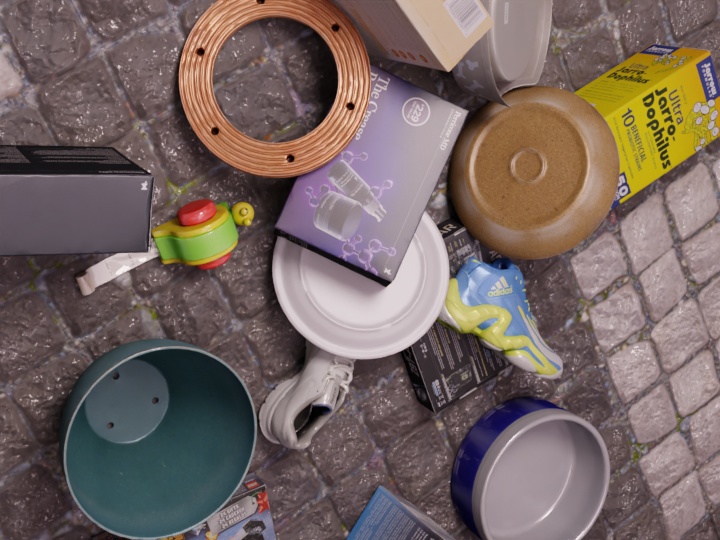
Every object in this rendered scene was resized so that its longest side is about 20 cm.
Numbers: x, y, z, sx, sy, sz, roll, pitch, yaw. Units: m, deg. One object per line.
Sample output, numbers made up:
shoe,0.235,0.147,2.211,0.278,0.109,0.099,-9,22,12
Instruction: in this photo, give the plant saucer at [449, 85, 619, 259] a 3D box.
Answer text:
plant saucer,0.191,-0.115,1.373,0.202,0.199,0.035,-65,158,2

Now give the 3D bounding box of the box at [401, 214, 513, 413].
box,0.115,0.046,1.454,0.159,0.043,0.202,-29,115,-18

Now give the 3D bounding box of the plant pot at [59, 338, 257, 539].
plant pot,-0.223,0.156,1.253,0.198,0.135,0.203,-7,107,-26

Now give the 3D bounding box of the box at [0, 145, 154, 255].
box,-0.309,-0.067,1.134,0.198,0.141,0.080,-2,104,-27

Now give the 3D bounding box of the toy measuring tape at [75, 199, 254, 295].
toy measuring tape,-0.195,-0.021,1.257,0.199,0.073,0.074,-27,115,-20

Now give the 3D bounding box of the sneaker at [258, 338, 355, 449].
sneaker,-0.035,0.117,1.370,0.074,0.087,0.201,30,87,-28

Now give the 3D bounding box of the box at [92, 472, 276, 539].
box,-0.190,0.329,1.373,0.198,0.040,0.138,-18,113,-23

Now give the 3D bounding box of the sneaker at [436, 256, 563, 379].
sneaker,0.180,0.051,1.421,0.199,0.076,0.106,29,89,-30

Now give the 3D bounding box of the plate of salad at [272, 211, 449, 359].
plate of salad,0.000,0.000,1.350,0.198,0.048,0.203,2,77,-8

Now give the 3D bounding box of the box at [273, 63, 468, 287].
box,0.011,-0.104,1.296,0.140,0.079,0.202,24,85,-4

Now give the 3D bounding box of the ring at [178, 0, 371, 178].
ring,-0.087,-0.195,1.250,0.198,0.019,0.203,0,85,-4

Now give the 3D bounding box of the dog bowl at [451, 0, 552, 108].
dog bowl,0.151,-0.280,1.325,0.200,0.058,0.202,-26,120,-59

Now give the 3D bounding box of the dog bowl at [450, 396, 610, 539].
dog bowl,0.217,0.267,1.550,0.198,0.079,0.202,-7,107,-26

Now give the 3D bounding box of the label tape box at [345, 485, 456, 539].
label tape box,0.050,0.360,1.415,0.066,0.200,0.144,34,87,-32

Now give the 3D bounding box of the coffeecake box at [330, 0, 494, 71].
coffeecake box,0.021,-0.290,1.222,0.073,0.200,0.154,-46,120,-9

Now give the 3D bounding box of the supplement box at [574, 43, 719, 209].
supplement box,0.330,-0.177,1.470,0.199,0.109,0.110,-33,117,-17
